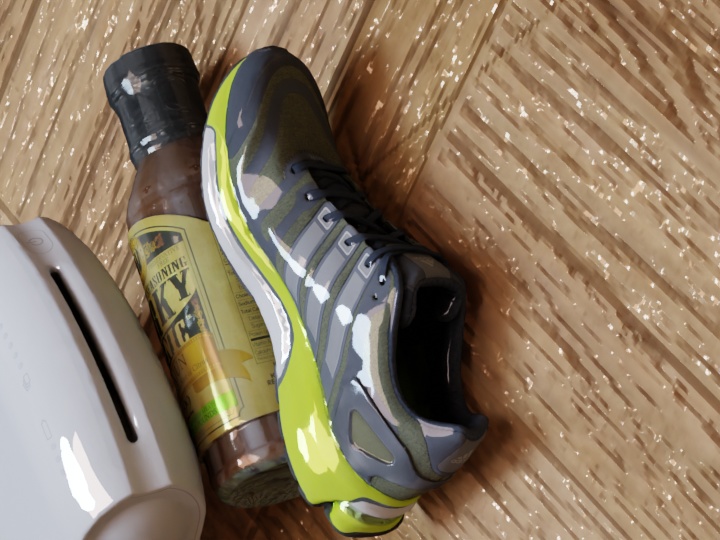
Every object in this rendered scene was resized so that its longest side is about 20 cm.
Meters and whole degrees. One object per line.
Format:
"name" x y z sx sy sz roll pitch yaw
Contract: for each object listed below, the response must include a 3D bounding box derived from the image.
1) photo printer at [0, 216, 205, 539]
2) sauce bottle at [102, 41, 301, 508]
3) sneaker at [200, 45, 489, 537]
"photo printer" -0.129 0.090 1.257 0.167 0.069 0.200 61 150 33
"sauce bottle" -0.061 0.000 1.231 0.065 0.065 0.201 -40 60 40
"sneaker" 0.000 0.000 1.167 0.081 0.074 0.201 -28 77 38
